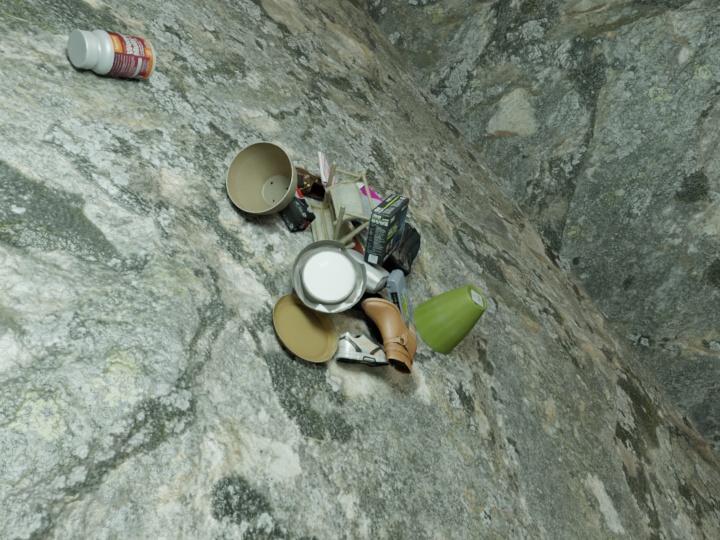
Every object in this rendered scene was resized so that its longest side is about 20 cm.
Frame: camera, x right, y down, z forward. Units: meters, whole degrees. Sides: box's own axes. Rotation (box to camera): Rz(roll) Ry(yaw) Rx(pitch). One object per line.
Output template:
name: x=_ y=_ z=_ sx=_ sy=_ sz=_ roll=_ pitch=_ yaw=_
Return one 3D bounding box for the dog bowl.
dog bowl: x=-0.084 y=0.021 z=1.396 sx=0.198 sy=0.059 sz=0.202 roll=4 pitch=69 yaw=-10

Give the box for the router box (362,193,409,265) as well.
router box: x=0.077 y=-0.122 z=1.533 sx=0.062 sy=0.151 sz=0.200 roll=16 pitch=28 yaw=15

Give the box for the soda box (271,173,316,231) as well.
soda box: x=-0.219 y=-0.217 z=1.603 sx=0.063 sy=0.071 sz=0.201 roll=-11 pitch=64 yaw=-54

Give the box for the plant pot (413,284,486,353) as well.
plant pot: x=0.308 y=0.139 z=1.729 sx=0.186 sy=0.200 sz=0.188 roll=30 pitch=37 yaw=-25

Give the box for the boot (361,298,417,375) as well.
boot: x=0.077 y=0.174 z=1.413 sx=0.199 sy=0.074 sz=0.155 roll=34 pitch=41 yaw=-20

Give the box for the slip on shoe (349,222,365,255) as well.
slip on shoe: x=-0.022 y=-0.083 z=1.706 sx=0.201 sy=0.061 sz=0.074 roll=57 pitch=-5 yaw=14

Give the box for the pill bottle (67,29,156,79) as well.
pill bottle: x=-0.665 y=-0.582 z=1.426 sx=0.110 sy=0.110 sz=0.200 roll=55 pitch=33 yaw=11

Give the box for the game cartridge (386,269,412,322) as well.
game cartridge: x=0.121 y=0.105 z=1.594 sx=0.133 sy=0.040 sz=0.202 roll=-57 pitch=137 yaw=-71

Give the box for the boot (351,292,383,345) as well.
boot: x=0.007 y=0.117 z=1.514 sx=0.168 sy=0.076 sz=0.201 roll=23 pitch=33 yaw=-39

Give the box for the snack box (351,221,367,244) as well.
snack box: x=0.016 y=-0.104 z=1.694 sx=0.072 sy=0.024 sz=0.200 roll=59 pitch=-2 yaw=-26

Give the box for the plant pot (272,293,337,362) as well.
plant pot: x=-0.144 y=0.149 z=1.355 sx=0.199 sy=0.027 sz=0.201 roll=29 pitch=38 yaw=-25

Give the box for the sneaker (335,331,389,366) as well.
sneaker: x=0.022 y=0.213 z=1.423 sx=0.199 sy=0.073 sz=0.081 roll=18 pitch=62 yaw=-39

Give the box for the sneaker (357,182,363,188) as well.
sneaker: x=-0.005 y=-0.232 z=1.878 sx=0.099 sy=0.078 sz=0.201 roll=-1 pitch=47 yaw=-41

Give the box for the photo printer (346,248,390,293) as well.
photo printer: x=0.000 y=0.000 z=1.547 sx=0.166 sy=0.070 sz=0.200 roll=33 pitch=8 yaw=10

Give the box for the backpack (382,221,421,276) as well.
backpack: x=0.127 y=-0.083 z=1.817 sx=0.163 sy=0.154 sz=0.201 roll=37 pitch=59 yaw=-6

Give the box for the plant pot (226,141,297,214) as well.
plant pot: x=-0.260 y=-0.244 z=1.504 sx=0.201 sy=0.200 sz=0.134 roll=59 pitch=8 yaw=16

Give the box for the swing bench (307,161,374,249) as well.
swing bench: x=-0.063 y=-0.185 z=1.625 sx=0.129 sy=0.200 sz=0.200 roll=11 pitch=48 yaw=-30

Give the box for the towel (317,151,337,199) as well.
towel: x=-0.092 y=-0.287 z=1.778 sx=0.200 sy=0.030 sz=0.147 roll=58 pitch=15 yaw=-52

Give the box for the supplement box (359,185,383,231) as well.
supplement box: x=0.043 y=-0.178 z=1.726 sx=0.103 sy=0.101 sz=0.200 roll=50 pitch=3 yaw=-39

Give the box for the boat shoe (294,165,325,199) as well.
boat shoe: x=-0.175 y=-0.282 z=1.719 sx=0.199 sy=0.070 sz=0.071 roll=9 pitch=44 yaw=-45
